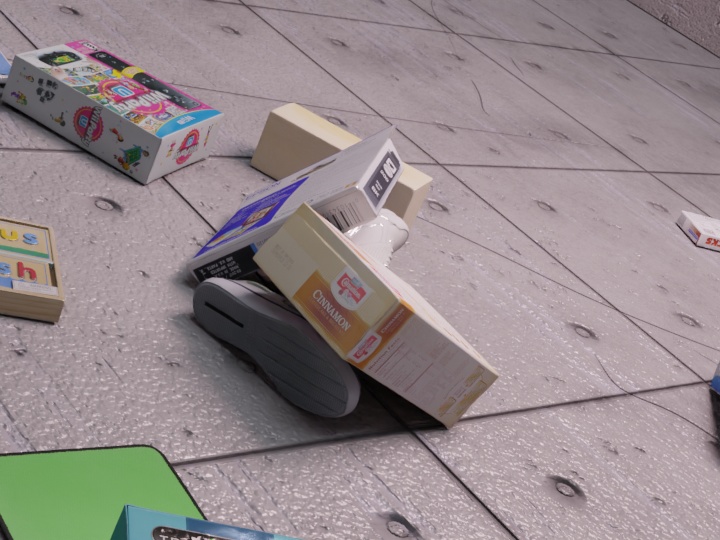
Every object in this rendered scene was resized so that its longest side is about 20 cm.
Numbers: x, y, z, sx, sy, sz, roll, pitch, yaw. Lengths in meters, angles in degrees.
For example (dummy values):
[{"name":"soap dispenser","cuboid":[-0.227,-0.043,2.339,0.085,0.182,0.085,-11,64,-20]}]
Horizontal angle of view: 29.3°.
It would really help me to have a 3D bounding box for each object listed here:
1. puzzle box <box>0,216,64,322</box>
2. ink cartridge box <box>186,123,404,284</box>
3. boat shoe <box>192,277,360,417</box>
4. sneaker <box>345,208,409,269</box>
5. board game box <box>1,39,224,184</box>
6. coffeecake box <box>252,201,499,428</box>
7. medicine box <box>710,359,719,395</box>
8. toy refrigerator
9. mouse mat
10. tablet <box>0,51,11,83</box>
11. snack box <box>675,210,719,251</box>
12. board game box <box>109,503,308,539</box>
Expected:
[{"name":"puzzle box","cuboid":[-0.360,-0.016,1.194,0.200,0.025,0.133,11,27,-25]},{"name":"ink cartridge box","cuboid":[-0.055,-0.064,1.382,0.043,0.198,0.200,60,22,-15]},{"name":"boat shoe","cuboid":[-0.063,0.058,1.246,0.200,0.074,0.067,37,33,28]},{"name":"sneaker","cuboid":[0.000,0.000,1.439,0.099,0.078,0.200,40,37,18]},{"name":"board game box","cuboid":[-0.278,-0.183,1.557,0.200,0.064,0.148,30,26,12]},{"name":"coffeecake box","cuboid":[0.017,0.043,1.254,0.154,0.073,0.200,46,5,39]},{"name":"medicine box","cuboid":[0.501,0.136,1.493,0.200,0.103,0.182,26,5,4]},{"name":"toy refrigerator","cuboid":[-0.022,-0.118,1.636,0.200,0.076,0.070,29,25,13]},{"name":"mouse mat","cuboid":[-0.170,0.190,0.971,0.161,0.008,0.200,2,34,-39]},{"name":"tablet","cuboid":[-0.488,-0.271,1.604,0.130,0.014,0.200,2,31,-38]},{"name":"snack box","cuboid":[0.575,-0.044,2.075,0.200,0.024,0.072,12,26,-23]},{"name":"board game box","cuboid":[-0.083,0.246,0.878,0.151,0.047,0.200,15,28,-20]}]
